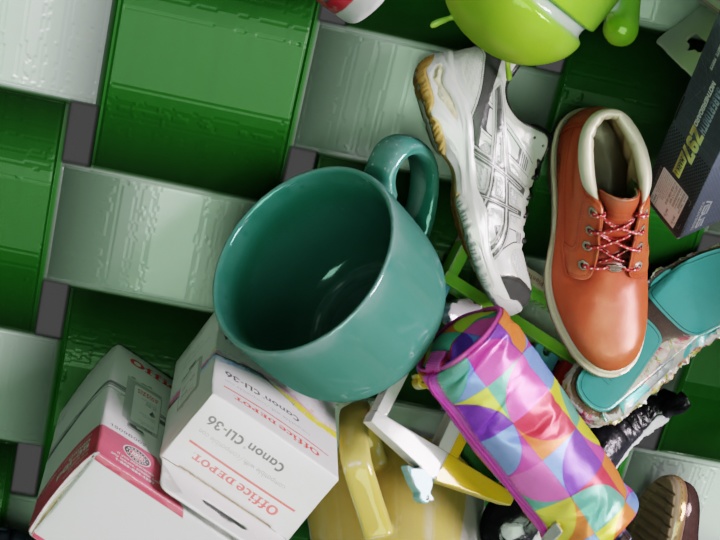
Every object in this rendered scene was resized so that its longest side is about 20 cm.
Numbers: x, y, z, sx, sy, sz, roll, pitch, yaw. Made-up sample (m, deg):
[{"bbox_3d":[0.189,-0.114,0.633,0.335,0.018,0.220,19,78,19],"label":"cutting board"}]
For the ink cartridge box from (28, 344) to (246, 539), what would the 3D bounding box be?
[{"bbox_3d":[-0.155,0.157,1.048,0.146,0.200,0.083,36,103,-16],"label":"ink cartridge box"}]

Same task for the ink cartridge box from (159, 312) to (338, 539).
[{"bbox_3d":[-0.079,0.117,1.035,0.116,0.200,0.068,35,107,-16],"label":"ink cartridge box"}]

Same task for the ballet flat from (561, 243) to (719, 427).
[{"bbox_3d":[0.228,0.050,1.089,0.200,0.064,0.076,-35,76,-14],"label":"ballet flat"}]

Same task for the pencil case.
[{"bbox_3d":[0.122,0.122,1.021,0.088,0.088,0.200,-33,101,10],"label":"pencil case"}]

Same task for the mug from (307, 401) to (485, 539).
[{"bbox_3d":[0.015,0.220,1.103,0.186,0.153,0.149,40,109,-15],"label":"mug"}]

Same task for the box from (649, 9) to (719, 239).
[{"bbox_3d":[0.290,-0.120,0.955,0.157,0.051,0.200,-23,152,-21],"label":"box"}]

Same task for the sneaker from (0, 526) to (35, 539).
[{"bbox_3d":[-0.335,0.214,1.132,0.199,0.070,0.109,-6,114,3],"label":"sneaker"}]

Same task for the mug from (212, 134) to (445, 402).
[{"bbox_3d":[-0.002,0.010,1.019,0.184,0.153,0.114,-31,138,13],"label":"mug"}]

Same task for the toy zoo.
[{"bbox_3d":[0.088,0.087,1.071,0.131,0.020,0.201,31,74,-14],"label":"toy zoo"}]

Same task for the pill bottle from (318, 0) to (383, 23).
[{"bbox_3d":[-0.051,-0.265,0.930,0.200,0.111,0.111,35,106,-15],"label":"pill bottle"}]

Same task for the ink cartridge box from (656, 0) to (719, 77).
[{"bbox_3d":[0.277,-0.229,0.957,0.200,0.117,0.067,-39,111,12],"label":"ink cartridge box"}]

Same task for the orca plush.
[{"bbox_3d":[0.167,0.146,1.104,0.199,0.105,0.071,-31,125,8],"label":"orca plush"}]

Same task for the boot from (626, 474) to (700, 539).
[{"bbox_3d":[0.308,0.261,1.197,0.165,0.072,0.201,0,111,-16],"label":"boot"}]

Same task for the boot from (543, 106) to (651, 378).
[{"bbox_3d":[0.174,-0.020,1.008,0.075,0.107,0.201,-7,91,-5],"label":"boot"}]

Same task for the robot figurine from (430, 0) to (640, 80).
[{"bbox_3d":[0.135,-0.226,0.950,0.175,0.116,0.200,31,106,-28],"label":"robot figurine"}]

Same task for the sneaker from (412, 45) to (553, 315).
[{"bbox_3d":[0.105,-0.067,1.025,0.087,0.076,0.201,-17,101,-2],"label":"sneaker"}]
